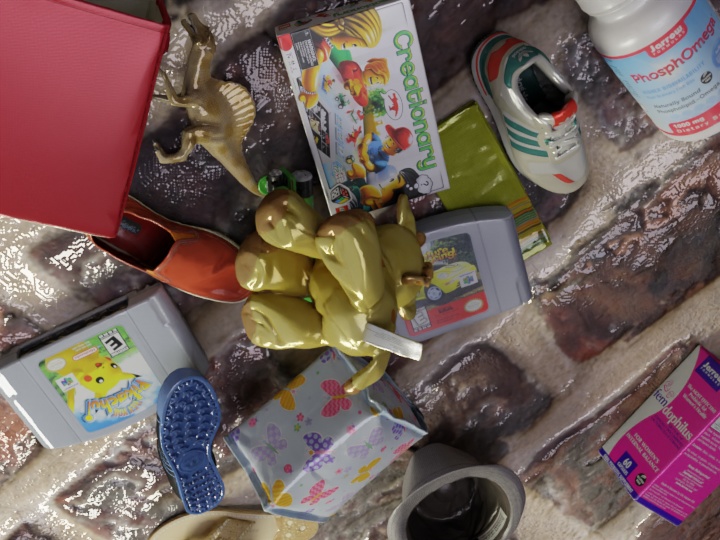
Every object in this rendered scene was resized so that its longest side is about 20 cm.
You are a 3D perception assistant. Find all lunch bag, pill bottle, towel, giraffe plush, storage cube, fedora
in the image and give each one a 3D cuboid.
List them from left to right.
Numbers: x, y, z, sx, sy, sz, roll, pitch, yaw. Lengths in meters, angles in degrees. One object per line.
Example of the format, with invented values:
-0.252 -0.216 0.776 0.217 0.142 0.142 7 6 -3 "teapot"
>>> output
-0.264 -0.156 0.701 0.199 0.171 0.180 10 116 -22 "storage cube"
-0.028 0.186 0.981 0.169 0.127 0.200 -41 149 6 "lunch bag"
0.000 0.000 0.846 0.200 0.162 0.173 33 123 10 "giraffe plush"
0.110 0.281 1.094 0.176 0.090 0.200 -31 128 4 "fedora"
0.133 -0.080 0.946 0.086 0.018 0.200 -34 121 3 "towel"
0.294 -0.227 0.858 0.109 0.109 0.200 -45 120 10 "pill bottle"

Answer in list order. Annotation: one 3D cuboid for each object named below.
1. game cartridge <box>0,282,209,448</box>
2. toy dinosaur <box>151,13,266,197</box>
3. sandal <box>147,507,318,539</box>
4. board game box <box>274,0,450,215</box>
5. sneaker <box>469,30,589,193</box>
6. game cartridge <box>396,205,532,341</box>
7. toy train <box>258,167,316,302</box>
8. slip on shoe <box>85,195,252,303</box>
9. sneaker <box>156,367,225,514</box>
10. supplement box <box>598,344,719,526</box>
-0.268 0.107 0.923 0.199 0.041 0.134 -26 125 -1 "game cartridge"
-0.142 -0.129 0.816 0.101 0.058 0.201 -21 122 -5 "toy dinosaur"
-0.151 0.333 1.059 0.211 0.070 0.078 -6 119 -13 "sandal"
0.006 -0.154 0.852 0.126 0.035 0.201 -17 121 0 "board game box"
0.185 -0.145 0.876 0.070 0.093 0.200 -39 121 -4 "sneaker"
0.081 0.007 0.959 0.199 0.041 0.134 -20 118 1 "game cartridge"
-0.069 -0.016 0.903 0.056 0.042 0.201 -16 127 -23 "toy train"
-0.186 -0.016 0.864 0.200 0.061 0.074 30 105 -29 "slip on shoe"
-0.191 0.172 0.941 0.070 0.078 0.201 -19 131 -27 "sneaker"
0.427 0.214 1.143 0.103 0.101 0.200 33 104 -28 "supplement box"
